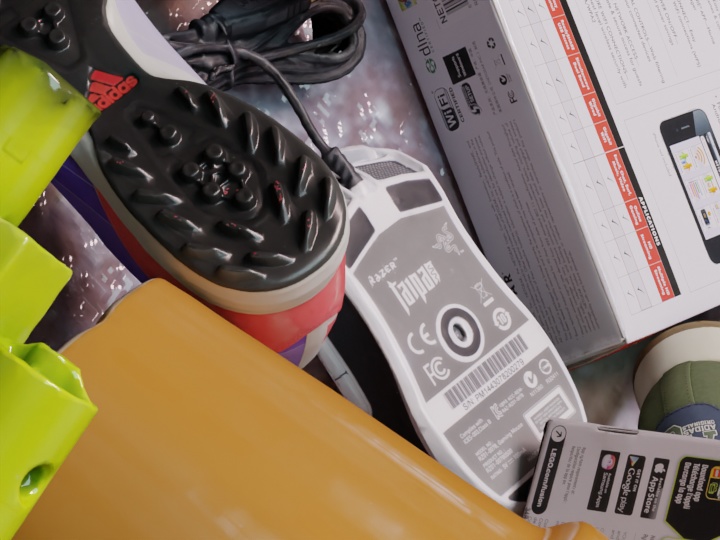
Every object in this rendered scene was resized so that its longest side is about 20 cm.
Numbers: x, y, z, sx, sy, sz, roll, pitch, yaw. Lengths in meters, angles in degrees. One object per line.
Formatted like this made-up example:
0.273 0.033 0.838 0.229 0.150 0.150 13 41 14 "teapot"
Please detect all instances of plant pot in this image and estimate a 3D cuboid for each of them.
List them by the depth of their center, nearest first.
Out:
-0.036 0.109 0.791 0.183 0.200 0.200 45 49 1 "plant pot"

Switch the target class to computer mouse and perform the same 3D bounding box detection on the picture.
0.000 0.000 0.952 0.110 0.044 0.200 -34 93 -44 "computer mouse"

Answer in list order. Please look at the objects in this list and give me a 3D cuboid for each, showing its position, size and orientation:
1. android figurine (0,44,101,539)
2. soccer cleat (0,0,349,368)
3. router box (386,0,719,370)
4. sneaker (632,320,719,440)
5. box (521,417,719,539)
-0.156 0.018 0.737 0.200 0.182 0.041 -57 157 -4 "android figurine"
-0.079 -0.047 0.865 0.068 0.073 0.200 -37 65 -21 "soccer cleat"
0.099 -0.081 1.061 0.179 0.049 0.201 -19 87 -43 "router box"
0.154 0.117 0.994 0.200 0.067 0.090 54 18 -20 "sneaker"
0.084 0.149 0.887 0.035 0.110 0.201 33 69 -50 "box"
